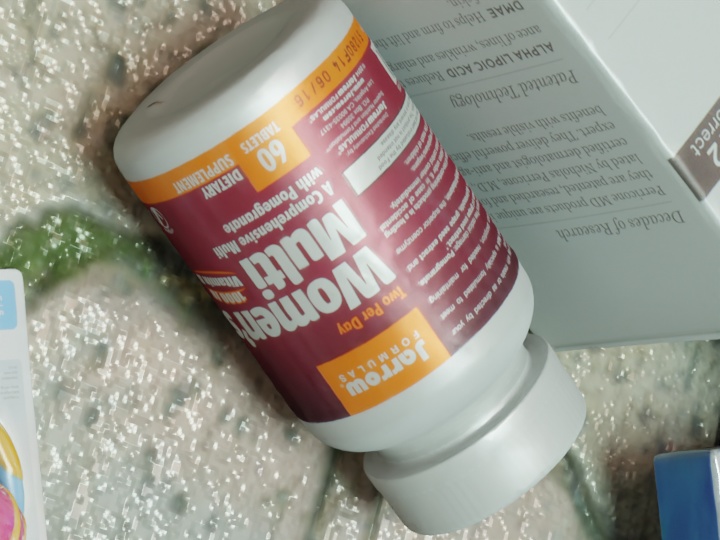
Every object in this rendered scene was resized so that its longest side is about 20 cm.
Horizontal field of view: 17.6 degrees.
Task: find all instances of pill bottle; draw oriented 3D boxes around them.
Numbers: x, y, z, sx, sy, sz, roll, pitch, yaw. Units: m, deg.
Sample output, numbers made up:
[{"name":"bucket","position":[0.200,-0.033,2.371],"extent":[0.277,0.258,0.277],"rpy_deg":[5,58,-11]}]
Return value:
[{"name":"pill bottle","position":[0.000,0.000,0.917],"extent":[0.110,0.109,0.201],"rpy_deg":[-45,109,-29]}]

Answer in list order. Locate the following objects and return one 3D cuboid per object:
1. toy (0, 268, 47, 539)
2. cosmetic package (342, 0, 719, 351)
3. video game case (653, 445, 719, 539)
[{"name":"toy","position":[-0.156,0.099,0.836],"extent":[0.115,0.047,0.202],"rpy_deg":[-2,86,-36]},{"name":"cosmetic package","position":[0.112,-0.096,0.970],"extent":[0.200,0.165,0.165],"rpy_deg":[49,62,-20]},{"name":"video game case","position":[0.220,0.171,1.027],"extent":[0.180,0.045,0.202],"rpy_deg":[-3,86,-32]}]
